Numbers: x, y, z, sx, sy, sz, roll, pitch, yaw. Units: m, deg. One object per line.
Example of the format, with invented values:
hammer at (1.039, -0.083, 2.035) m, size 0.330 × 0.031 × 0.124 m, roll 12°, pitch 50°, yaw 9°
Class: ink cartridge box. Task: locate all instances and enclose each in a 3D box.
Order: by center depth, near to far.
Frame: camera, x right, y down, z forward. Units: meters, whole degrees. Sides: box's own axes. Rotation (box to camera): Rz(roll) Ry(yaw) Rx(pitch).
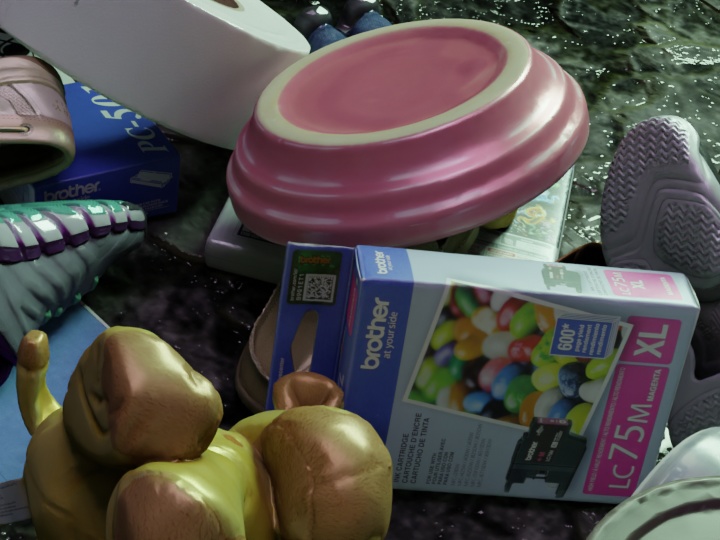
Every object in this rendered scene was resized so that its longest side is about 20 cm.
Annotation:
ink cartridge box at (0.055, 0.052, 0.790) m, size 0.198 × 0.120 × 0.042 m, roll 6°, pitch 28°, yaw -7°
ink cartridge box at (-0.194, -0.098, 0.982) m, size 0.093 × 0.045 × 0.200 m, roll -15°, pitch 45°, yaw -29°

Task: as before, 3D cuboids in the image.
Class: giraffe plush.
giraffe plush at (-0.055, 0.106, 0.692) m, size 0.161 × 0.175 × 0.199 m, roll 2°, pitch 5°, yaw -29°

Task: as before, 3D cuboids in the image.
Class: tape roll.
tape roll at (-0.131, -0.153, 0.964) m, size 0.201 × 0.071 × 0.203 m, roll 31°, pitch 13°, yaw -8°

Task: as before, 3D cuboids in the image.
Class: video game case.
video game case at (0.024, -0.036, 0.982) m, size 0.198 × 0.024 × 0.182 m, roll 14°, pitch 37°, yaw 4°

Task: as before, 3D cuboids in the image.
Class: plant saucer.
plant saucer at (0.021, -0.081, 0.865) m, size 0.198 × 0.051 × 0.201 m, roll -11°, pitch 29°, yaw 6°

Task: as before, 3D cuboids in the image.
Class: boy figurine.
boy figurine at (0.043, -0.102, 0.999) m, size 0.124 × 0.065 × 0.200 m, roll -22°, pitch 49°, yaw -32°

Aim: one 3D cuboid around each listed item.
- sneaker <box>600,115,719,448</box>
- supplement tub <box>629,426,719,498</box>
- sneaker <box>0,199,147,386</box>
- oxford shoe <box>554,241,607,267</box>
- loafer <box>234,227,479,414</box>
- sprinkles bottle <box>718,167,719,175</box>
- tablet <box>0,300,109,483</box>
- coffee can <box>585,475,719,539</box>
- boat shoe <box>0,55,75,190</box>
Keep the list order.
sneaker at (0.197, 0.011, 0.861) m, size 0.075 × 0.202 × 0.113 m, roll -13°, pitch 5°, yaw 43°
supplement tub at (0.198, 0.167, 0.681) m, size 0.199 × 0.123 × 0.122 m, roll 36°, pitch 43°, yaw 28°
sneaker at (-0.178, 0.012, 0.822) m, size 0.074 × 0.089 × 0.199 m, roll 0°, pitch 6°, yaw 29°
oxford shoe at (0.146, 0.014, 0.895) m, size 0.071 × 0.072 × 0.199 m, roll 13°, pitch 22°, yaw 36°
loafer at (0.000, 0.000, 0.865) m, size 0.076 × 0.068 × 0.200 m, roll 26°, pitch 54°, yaw 16°
sprinkles bottle at (0.310, -0.014, 0.991) m, size 0.198 × 0.069 × 0.068 m, roll 19°, pitch 37°, yaw 9°
tablet at (-0.196, 0.039, 0.830) m, size 0.129 × 0.014 × 0.200 m, roll -24°, pitch 51°, yaw -39°
coffee can at (0.119, 0.194, 0.559) m, size 0.145 × 0.201 × 0.147 m, roll 7°, pitch 37°, yaw -6°
boat shoe at (-0.252, -0.057, 0.871) m, size 0.198 × 0.072 × 0.065 m, roll -16°, pitch 56°, yaw -7°
